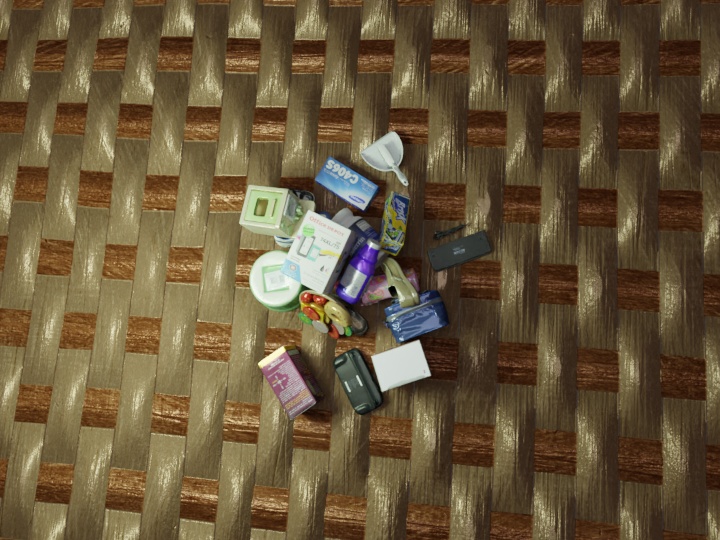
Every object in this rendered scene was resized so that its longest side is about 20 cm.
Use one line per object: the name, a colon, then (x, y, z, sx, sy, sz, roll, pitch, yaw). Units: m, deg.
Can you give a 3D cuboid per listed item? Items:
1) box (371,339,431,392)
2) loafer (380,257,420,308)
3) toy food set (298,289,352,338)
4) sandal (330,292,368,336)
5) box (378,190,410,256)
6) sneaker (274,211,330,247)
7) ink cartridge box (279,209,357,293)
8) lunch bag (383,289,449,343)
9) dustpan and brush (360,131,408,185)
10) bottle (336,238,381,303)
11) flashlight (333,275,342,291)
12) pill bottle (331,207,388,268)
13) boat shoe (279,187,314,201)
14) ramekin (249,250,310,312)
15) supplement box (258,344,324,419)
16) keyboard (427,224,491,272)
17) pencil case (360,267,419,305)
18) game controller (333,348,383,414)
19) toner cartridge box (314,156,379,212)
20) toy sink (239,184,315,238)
box: (0.124, 0.280, 1.552, 0.150, 0.200, 0.108, -19, 81, 3)
loafer: (0.106, 0.036, 1.547, 0.067, 0.077, 0.200, -28, 46, -9)
toy food set: (-0.109, 0.138, 1.610, 0.198, 0.199, 0.049, 26, 57, 13)
sandal: (-0.060, 0.138, 1.664, 0.199, 0.055, 0.082, 40, 88, 9)
box: (0.105, -0.150, 1.625, 0.069, 0.064, 0.202, 19, 54, -10)
sneaker: (-0.189, -0.136, 1.698, 0.198, 0.088, 0.076, -28, 79, 1)
ink cartridge box: (-0.120, -0.054, 1.542, 0.145, 0.146, 0.202, 25, 92, 7)
lunch bag: (0.165, 0.136, 1.598, 0.198, 0.136, 0.134, -20, 81, 5)
dustpan and brush: (0.101, -0.355, 1.705, 0.139, 0.057, 0.201, -32, 81, 1)
bottle: (0.000, 0.000, 1.571, 0.083, 0.065, 0.202, 33, 108, 18)
flashlight: (-0.096, 0.001, 1.684, 0.200, 0.067, 0.068, 49, 117, 14)
pill bottle: (-0.006, -0.100, 1.658, 0.116, 0.116, 0.200, -45, 80, -1)
boat shoe: (-0.255, -0.241, 1.728, 0.196, 0.066, 0.076, 4, 83, 7)
ramekin: (-0.262, 0.031, 1.678, 0.197, 0.098, 0.203, -1, 83, 6)
supplement box: (-0.213, 0.344, 1.618, 0.103, 0.131, 0.201, -34, 80, 3)
keyboard: (0.310, -0.084, 1.669, 0.198, 0.021, 0.129, -19, 87, 3)
pencil case: (0.087, 0.053, 1.645, 0.197, 0.087, 0.089, -14, 81, 5)
game controller: (-0.009, 0.353, 1.645, 0.104, 0.042, 0.202, -30, 80, 17)
toner cartridge box: (-0.044, -0.286, 1.722, 0.199, 0.043, 0.096, 32, 88, 9)
toy sink: (-0.258, -0.182, 1.617, 0.197, 0.112, 0.132, 10, 81, 17)
